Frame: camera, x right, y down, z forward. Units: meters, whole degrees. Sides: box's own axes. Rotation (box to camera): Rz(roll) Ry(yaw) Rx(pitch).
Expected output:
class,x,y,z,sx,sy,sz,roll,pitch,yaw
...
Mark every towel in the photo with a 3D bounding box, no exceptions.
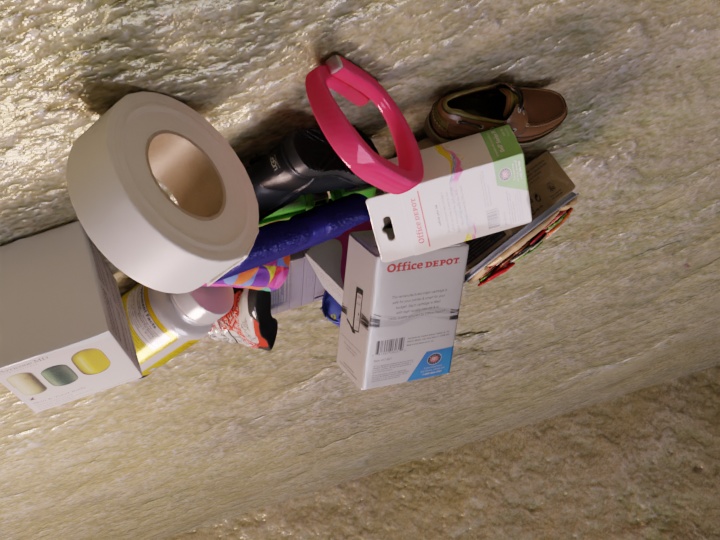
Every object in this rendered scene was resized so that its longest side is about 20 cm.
class,x,y,z,sx,sy,sz,roll,pitch,yaw
towel,-0.094,-0.046,1.425,0.199,0.050,0.148,-21,178,-27

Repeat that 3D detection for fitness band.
class,x,y,z,sx,sy,sz,roll,pitch,yaw
fitness band,0.009,-0.158,1.263,0.037,0.144,0.200,-30,159,21

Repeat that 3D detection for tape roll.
class,x,y,z,sx,sy,sz,roll,pitch,yaw
tape roll,-0.198,-0.080,1.172,0.071,0.204,0.202,-33,157,30

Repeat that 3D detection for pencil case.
class,x,y,z,sx,sy,sz,roll,pitch,yaw
pencil case,0.008,0.056,1.872,0.077,0.088,0.200,0,176,23
pencil case,-0.183,-0.019,1.530,0.088,0.089,0.199,-33,155,30

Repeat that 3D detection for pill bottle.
class,x,y,z,sx,sy,sz,roll,pitch,yaw
pill bottle,-0.276,0.065,1.597,0.199,0.115,0.114,-33,157,30

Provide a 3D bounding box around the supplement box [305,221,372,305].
class,x,y,z,sx,sy,sz,roll,pitch,yaw
supplement box,0.000,0.000,1.672,0.101,0.103,0.200,-44,164,-6

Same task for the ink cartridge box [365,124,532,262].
class,x,y,z,sx,sy,sz,roll,pitch,yaw
ink cartridge box,0.105,-0.094,1.427,0.198,0.068,0.118,-16,133,0

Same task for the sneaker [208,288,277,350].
class,x,y,z,sx,sy,sz,roll,pitch,yaw
sneaker,-0.188,0.064,1.706,0.107,0.068,0.202,11,159,6

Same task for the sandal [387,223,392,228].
class,x,y,z,sx,sy,sz,roll,pitch,yaw
sandal,0.064,-0.034,1.788,0.076,0.043,0.200,-9,157,-30

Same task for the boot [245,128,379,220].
class,x,y,z,sx,sy,sz,roll,pitch,yaw
boot,-0.085,-0.110,1.398,0.167,0.077,0.200,-25,170,32

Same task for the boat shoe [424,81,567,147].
class,x,y,z,sx,sy,sz,roll,pitch,yaw
boat shoe,0.182,-0.198,1.440,0.199,0.072,0.068,-13,160,-22

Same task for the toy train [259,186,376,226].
class,x,y,z,sx,sy,sz,roll,pitch,yaw
toy train,-0.071,-0.088,1.523,0.199,0.042,0.057,-15,150,-16

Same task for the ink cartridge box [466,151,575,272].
class,x,y,z,sx,sy,sz,roll,pitch,yaw
ink cartridge box,0.200,-0.076,1.681,0.200,0.075,0.165,-34,176,-47

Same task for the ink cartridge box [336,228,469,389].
class,x,y,z,sx,sy,sz,roll,pitch,yaw
ink cartridge box,0.055,0.046,1.550,0.145,0.084,0.201,-7,117,-28

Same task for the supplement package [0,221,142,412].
class,x,y,z,sx,sy,sz,roll,pitch,yaw
supplement package,-0.381,0.063,1.431,0.151,0.152,0.200,-18,160,-6

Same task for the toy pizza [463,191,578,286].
class,x,y,z,sx,sy,sz,roll,pitch,yaw
toy pizza,0.225,-0.038,1.577,0.200,0.032,0.200,-37,176,-3

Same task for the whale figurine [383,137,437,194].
class,x,y,z,sx,sy,sz,roll,pitch,yaw
whale figurine,0.127,-0.117,1.549,0.199,0.104,0.159,-9,157,-35

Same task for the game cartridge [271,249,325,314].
class,x,y,z,sx,sy,sz,roll,pitch,yaw
game cartridge,-0.115,0.013,1.749,0.129,0.039,0.200,-13,159,-10
